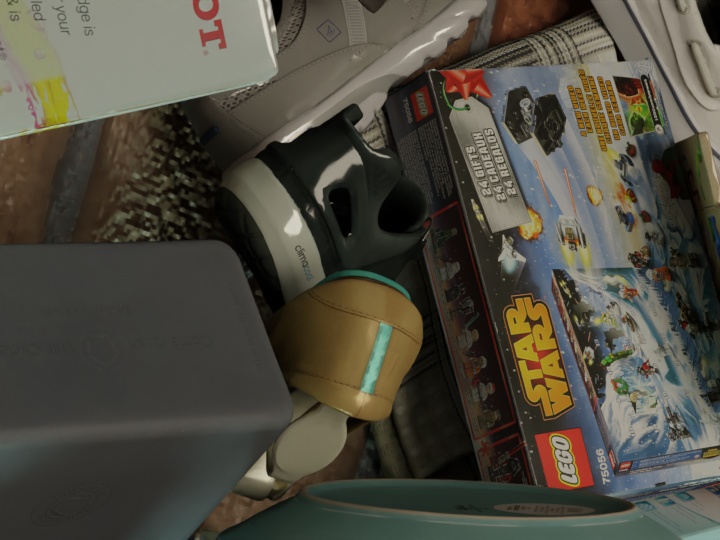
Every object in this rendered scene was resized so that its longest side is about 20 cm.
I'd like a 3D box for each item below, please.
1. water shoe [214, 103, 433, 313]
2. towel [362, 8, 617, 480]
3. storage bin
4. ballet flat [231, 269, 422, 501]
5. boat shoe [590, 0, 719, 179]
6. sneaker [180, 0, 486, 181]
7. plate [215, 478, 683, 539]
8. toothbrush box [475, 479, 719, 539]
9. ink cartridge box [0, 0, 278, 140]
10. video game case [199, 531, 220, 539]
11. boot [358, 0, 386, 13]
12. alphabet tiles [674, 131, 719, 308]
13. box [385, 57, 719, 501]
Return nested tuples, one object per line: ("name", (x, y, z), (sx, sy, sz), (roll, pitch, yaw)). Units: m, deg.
("water shoe", (0.000, 0.000, 1.139), (0.079, 0.072, 0.200), (-34, 159, -4))
("towel", (0.071, -0.002, 1.286), (0.192, 0.034, 0.201), (-24, 108, -37))
("storage bin", (-0.130, 0.048, 1.027), (0.199, 0.134, 0.146), (-1, 60, -41))
("ballet flat", (-0.037, 0.059, 1.094), (0.068, 0.200, 0.063), (17, 65, -15))
("boat shoe", (0.170, -0.112, 1.328), (0.200, 0.065, 0.074), (48, 45, -40))
("sneaker", (-0.006, -0.113, 1.188), (0.082, 0.075, 0.200), (48, 50, -8))
("plate", (0.042, 0.101, 1.077), (0.199, 0.199, 0.026), (2, 91, -40))
("toothbrush box", (0.089, 0.171, 1.249), (0.199, 0.085, 0.147), (-9, 119, -39))
("ink cartridge box", (-0.140, -0.125, 0.971), (0.198, 0.145, 0.146), (-11, 101, -3))
("video game case", (-0.057, 0.184, 1.093), (0.017, 0.200, 0.144), (6, 88, -7))
("boot", (0.006, -0.218, 1.173), (0.174, 0.200, 0.069), (-46, 132, 9))
("alphabet tiles", (0.170, 0.021, 1.277), (0.006, 0.200, 0.168), (-14, 89, -2))
("box", (0.097, 0.006, 1.229), (0.136, 0.040, 0.201), (-5, 75, -37))
